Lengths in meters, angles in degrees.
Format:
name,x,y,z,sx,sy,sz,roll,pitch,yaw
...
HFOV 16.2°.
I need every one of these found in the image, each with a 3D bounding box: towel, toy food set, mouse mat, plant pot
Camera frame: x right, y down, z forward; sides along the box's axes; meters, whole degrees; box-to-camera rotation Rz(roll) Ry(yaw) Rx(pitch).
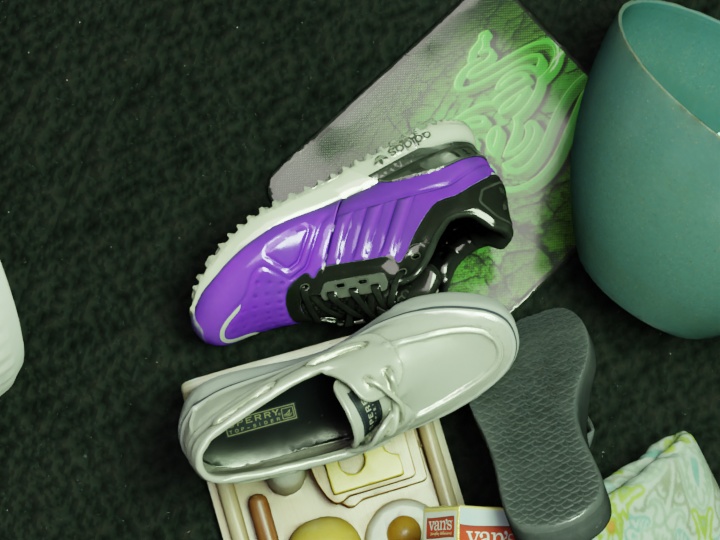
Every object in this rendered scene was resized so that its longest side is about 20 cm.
name,x,y,z,sx,sy,sz,roll,pitch,yaw
towel,0.151,0.208,1.398,0.199,0.048,0.172,-30,101,-35
toy food set,-0.008,0.141,1.447,0.142,0.060,0.202,-16,81,-6
mouse mat,0.064,-0.058,1.517,0.200,0.008,0.161,-43,84,-11
plant pot,0.197,-0.041,1.445,0.199,0.200,0.135,33,114,3

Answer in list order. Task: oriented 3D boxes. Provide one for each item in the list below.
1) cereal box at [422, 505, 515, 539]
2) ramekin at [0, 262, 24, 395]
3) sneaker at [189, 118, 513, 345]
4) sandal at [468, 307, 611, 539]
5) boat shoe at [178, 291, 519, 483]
name,x,y,z,sx,sy,sz,roll,pitch,yaw
cereal box,0.097,0.234,1.409,0.143,0.039,0.202,9,78,-35
ramekin,-0.261,0.002,1.396,0.094,0.202,0.204,-24,81,-19
sneaker,0.000,0.000,1.451,0.199,0.070,0.100,-31,64,-4
sandal,0.101,0.094,1.424,0.075,0.201,0.043,-15,124,12
boat shoe,-0.004,0.069,1.398,0.198,0.066,0.073,-14,111,-5
